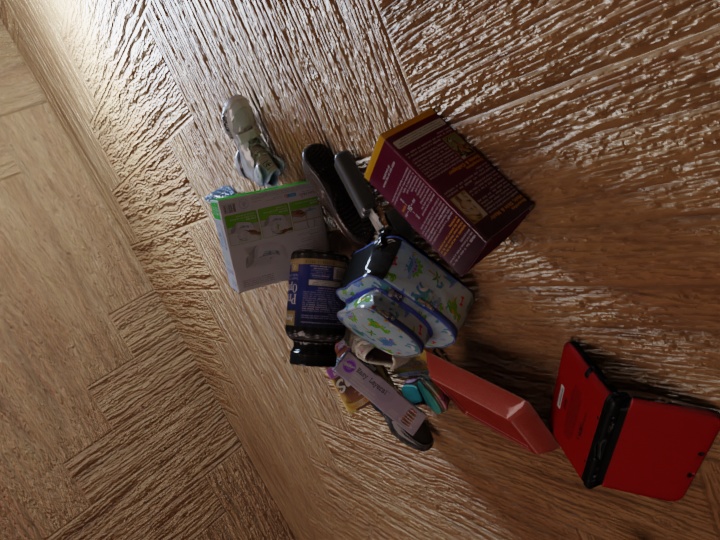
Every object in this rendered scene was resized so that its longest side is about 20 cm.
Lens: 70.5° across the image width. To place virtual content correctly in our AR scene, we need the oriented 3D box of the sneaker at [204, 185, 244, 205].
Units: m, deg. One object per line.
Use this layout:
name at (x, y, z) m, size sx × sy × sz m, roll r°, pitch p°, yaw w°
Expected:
sneaker at (-0.329, -0.156, 1.308) m, size 0.199 × 0.077 × 0.086 m, roll 25°, pitch 142°, yaw 42°

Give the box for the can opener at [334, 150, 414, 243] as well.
can opener at (0.020, -0.117, 0.877) m, size 0.201 × 0.066 × 0.053 m, roll 58°, pitch 169°, yaw 8°

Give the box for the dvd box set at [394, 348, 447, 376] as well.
dvd box set at (0.062, 0.127, 1.007) m, size 0.200 × 0.029 × 0.146 m, roll 49°, pitch 147°, yaw -12°

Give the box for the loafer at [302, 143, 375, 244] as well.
loafer at (-0.039, -0.136, 0.934) m, size 0.202 × 0.072 × 0.071 m, roll 60°, pitch 160°, yaw 4°

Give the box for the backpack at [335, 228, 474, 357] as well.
backpack at (0.068, 0.057, 0.835) m, size 0.199 × 0.148 × 0.183 m, roll 30°, pitch 158°, yaw -14°

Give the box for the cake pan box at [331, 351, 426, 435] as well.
cake pan box at (0.028, 0.235, 1.009) m, size 0.199 × 0.052 × 0.184 m, roll 39°, pitch 168°, yaw 2°

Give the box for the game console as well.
game console at (0.368, 0.211, 0.718) m, size 0.173 × 0.117 × 0.202 m, roll -112°, pitch 12°, yaw -52°

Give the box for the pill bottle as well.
pill bottle at (-0.079, 0.069, 0.928) m, size 0.111 × 0.111 × 0.203 m, roll -5°, pitch 79°, yaw 56°

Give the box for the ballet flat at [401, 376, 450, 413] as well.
ballet flat at (0.139, 0.230, 0.990) m, size 0.070 × 0.071 × 0.200 m, roll 63°, pitch 164°, yaw 4°

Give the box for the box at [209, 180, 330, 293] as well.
box at (-0.170, -0.070, 0.997) m, size 0.096 × 0.198 × 0.179 m, roll 18°, pitch 122°, yaw 63°

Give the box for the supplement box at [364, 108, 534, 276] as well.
supplement box at (0.115, -0.108, 0.690) m, size 0.200 × 0.110 × 0.086 m, roll 48°, pitch 149°, yaw 14°

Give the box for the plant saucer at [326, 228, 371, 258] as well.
plant saucer at (0.000, 0.000, 1.023) m, size 0.200 × 0.036 × 0.202 m, roll 35°, pitch 142°, yaw 33°

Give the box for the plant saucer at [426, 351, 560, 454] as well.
plant saucer at (0.213, 0.229, 0.852) m, size 0.199 × 0.037 × 0.200 m, roll 22°, pitch 160°, yaw 45°

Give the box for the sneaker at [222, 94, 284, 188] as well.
sneaker at (-0.216, -0.258, 1.058) m, size 0.115 × 0.075 × 0.201 m, roll 37°, pitch 149°, yaw 28°

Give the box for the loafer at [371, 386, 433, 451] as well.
loafer at (0.090, 0.322, 1.159) m, size 0.200 × 0.072 × 0.073 m, roll 40°, pitch 141°, yaw 23°

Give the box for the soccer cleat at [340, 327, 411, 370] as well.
soccer cleat at (0.003, 0.126, 0.947) m, size 0.198 × 0.086 × 0.071 m, roll 15°, pitch 118°, yaw 30°

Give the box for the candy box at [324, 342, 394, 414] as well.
candy box at (-0.019, 0.201, 1.136) m, size 0.202 × 0.116 × 0.056 m, roll 61°, pitch -173°, yaw 0°
